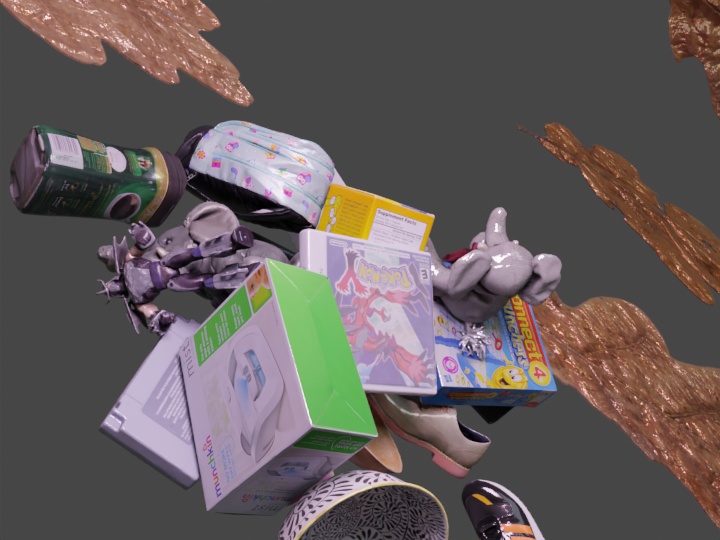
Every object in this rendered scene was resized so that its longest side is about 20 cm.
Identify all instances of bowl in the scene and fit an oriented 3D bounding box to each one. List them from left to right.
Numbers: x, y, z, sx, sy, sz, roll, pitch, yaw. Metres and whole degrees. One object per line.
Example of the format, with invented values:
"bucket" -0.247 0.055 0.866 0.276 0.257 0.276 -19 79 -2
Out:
"bowl" -0.016 0.279 0.883 0.199 0.202 0.094 18 14 -35

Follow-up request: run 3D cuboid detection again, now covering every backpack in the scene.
"backpack" -0.136 -0.127 1.152 0.198 0.128 0.167 18 -4 23

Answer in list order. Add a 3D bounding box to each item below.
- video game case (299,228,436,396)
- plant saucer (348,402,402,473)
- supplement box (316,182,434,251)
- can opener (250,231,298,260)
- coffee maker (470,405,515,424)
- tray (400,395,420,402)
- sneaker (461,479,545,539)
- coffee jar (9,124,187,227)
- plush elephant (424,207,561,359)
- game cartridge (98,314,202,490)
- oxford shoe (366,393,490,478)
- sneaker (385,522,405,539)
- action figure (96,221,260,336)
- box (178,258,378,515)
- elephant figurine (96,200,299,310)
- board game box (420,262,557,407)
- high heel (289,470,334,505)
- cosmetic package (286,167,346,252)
"video game case" 0.012 0.054 1.013 0.199 0.023 0.184 10 73 -39
"plant saucer" -0.021 0.177 1.050 0.201 0.035 0.200 52 6 -7
"supplement box" 0.000 0.000 1.119 0.108 0.202 0.109 15 5 -38
"can opener" -0.082 -0.004 1.228 0.198 0.067 0.053 24 38 -21
"coffee maker" 0.165 0.133 1.298 0.200 0.135 0.192 43 47 2
"tray" 0.002 0.123 1.208 0.199 0.022 0.108 31 34 -20
"sneaker" 0.195 0.366 1.095 0.201 0.070 0.090 54 30 12
"coffee jar" -0.319 -0.111 1.041 0.199 0.104 0.086 7 49 -45
"plush elephant" 0.168 -0.005 1.119 0.163 0.155 0.202 7 54 -26
"game cartridge" -0.194 0.146 0.947 0.133 0.041 0.201 35 33 -8
"oxford shoe" 0.091 0.201 1.156 0.199 0.074 0.071 37 17 -17
"sneaker" 0.060 0.340 0.975 0.088 0.081 0.201 0 59 -54
"action figure" -0.214 0.002 0.960 0.069 0.198 0.131 -60 135 -73
"box" -0.093 0.125 0.885 0.096 0.176 0.201 18 42 -42
"elephant figurine" -0.195 -0.015 1.062 0.199 0.142 0.155 32 1 11
"board game box" 0.161 0.089 1.193 0.194 0.056 0.202 6 56 -27
"high heel" -0.110 0.179 0.986 0.095 0.068 0.201 -12 63 -27
"cosmetic package" -0.068 -0.098 1.360 0.150 0.052 0.201 -1 53 -52
